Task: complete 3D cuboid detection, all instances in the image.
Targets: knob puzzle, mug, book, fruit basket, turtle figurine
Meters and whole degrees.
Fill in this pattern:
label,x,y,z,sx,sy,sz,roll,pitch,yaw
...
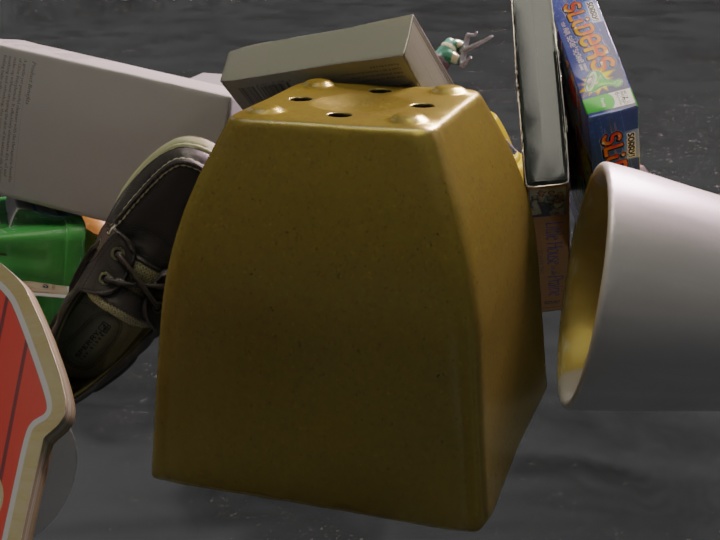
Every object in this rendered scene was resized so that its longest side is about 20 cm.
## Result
label,x,y,z,sx,sy,sz,roll,pitch,yaw
knob puzzle,-0.222,0.062,0.526,0.217,0.222,0.031,6,-23,20
mug,0.209,0.009,0.726,0.151,0.151,0.187,8,38,3
book,0.013,-0.078,0.783,0.132,0.200,0.048,-3,56,28
fruit basket,-0.181,-0.014,0.892,0.198,0.095,0.185,-4,19,-18
turtle figurine,0.076,-0.132,1.042,0.099,0.151,0.200,-11,-19,2

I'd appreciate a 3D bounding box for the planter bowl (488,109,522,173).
label,x,y,z,sx,sy,sz,roll,pitch,yaw
planter bowl,0.088,-0.126,1.212,0.198,0.084,0.201,-1,18,0

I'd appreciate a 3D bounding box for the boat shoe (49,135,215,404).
label,x,y,z,sx,sy,sz,roll,pitch,yaw
boat shoe,-0.137,0.010,0.711,0.071,0.201,0.066,31,29,-16

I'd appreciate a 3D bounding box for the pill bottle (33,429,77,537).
label,x,y,z,sx,sy,sz,roll,pitch,yaw
pill bottle,-0.234,0.075,0.612,0.199,0.105,0.104,16,25,41

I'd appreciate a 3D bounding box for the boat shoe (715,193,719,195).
label,x,y,z,sx,sy,sz,roll,pitch,yaw
boat shoe,0.389,-0.074,1.069,0.198,0.069,0.072,-8,20,-18

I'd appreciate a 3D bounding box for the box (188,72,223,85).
label,x,y,z,sx,sy,sz,roll,pitch,yaw
box,-0.140,-0.106,1.101,0.096,0.126,0.200,5,20,15

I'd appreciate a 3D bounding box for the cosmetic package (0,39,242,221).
label,x,y,z,sx,sy,sz,roll,pitch,yaw
cosmetic package,-0.178,-0.093,0.835,0.198,0.109,0.085,15,12,9

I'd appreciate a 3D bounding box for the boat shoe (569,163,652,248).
label,x,y,z,sx,sy,sz,roll,pitch,yaw
boat shoe,0.231,-0.053,1.033,0.073,0.075,0.200,14,31,12

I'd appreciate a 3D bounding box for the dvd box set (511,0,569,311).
label,x,y,z,sx,sy,sz,roll,pitch,yaw
dvd box set,0.127,-0.076,0.821,0.029,0.148,0.200,-5,-25,8

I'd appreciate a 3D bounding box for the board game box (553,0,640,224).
label,x,y,z,sx,sy,sz,roll,pitch,yaw
board game box,0.170,-0.087,0.853,0.034,0.201,0.136,-13,50,5

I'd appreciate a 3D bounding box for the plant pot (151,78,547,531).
label,x,y,z,sx,sy,sz,roll,pitch,yaw
plant pot,0.000,0.000,0.673,0.192,0.202,0.196,5,21,18
